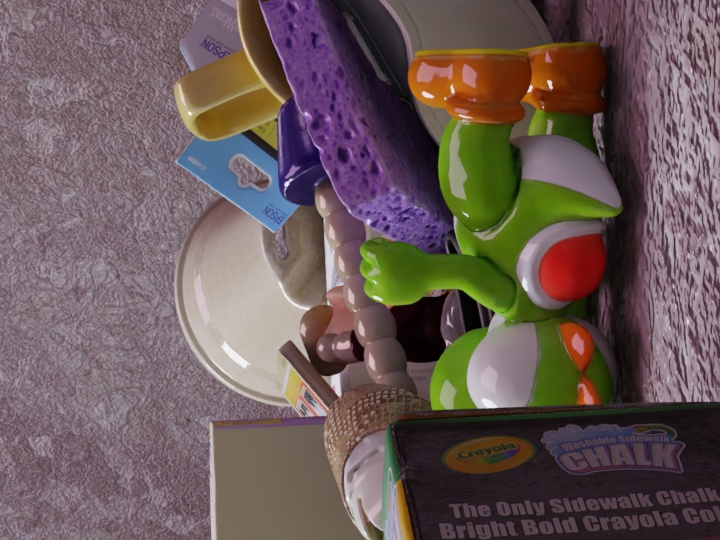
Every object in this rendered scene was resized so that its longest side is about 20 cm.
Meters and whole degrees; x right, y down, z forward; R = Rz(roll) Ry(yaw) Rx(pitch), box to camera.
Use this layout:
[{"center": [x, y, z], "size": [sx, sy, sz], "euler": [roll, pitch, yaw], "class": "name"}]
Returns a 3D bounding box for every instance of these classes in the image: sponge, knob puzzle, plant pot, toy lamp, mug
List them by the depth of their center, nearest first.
[{"center": [0.014, -0.064, 0.853], "size": [0.112, 0.030, 0.200], "euler": [67, -167, 16], "class": "sponge"}, {"center": [0.000, 0.000, 0.882], "size": [0.058, 0.058, 0.201], "euler": [103, 151, -69], "class": "toy lamp"}, {"center": [-0.010, -0.146, 1.047], "size": [0.153, 0.186, 0.150], "euler": [64, -146, -83], "class": "mug"}, {"center": [0.007, 0.141, 1.079], "size": [0.220, 0.030, 0.220], "euler": [48, 170, 12], "class": "knob puzzle"}, {"center": [-0.036, -0.004, 1.382], "size": [0.183, 0.199, 0.202], "euler": [139, 129, -68], "class": "plant pot"}]

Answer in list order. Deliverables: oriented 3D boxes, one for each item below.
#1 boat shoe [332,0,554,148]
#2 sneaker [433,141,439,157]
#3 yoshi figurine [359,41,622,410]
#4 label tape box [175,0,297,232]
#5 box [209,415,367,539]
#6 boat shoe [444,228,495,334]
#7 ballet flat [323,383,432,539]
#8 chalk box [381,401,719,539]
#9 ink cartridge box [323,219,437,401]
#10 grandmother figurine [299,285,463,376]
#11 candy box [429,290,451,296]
[{"center": [0.031, -0.119, 0.797], "size": [0.200, 0.073, 0.062], "euler": [55, 172, -14], "class": "boat shoe"}, {"center": [0.057, -0.144, 0.896], "size": [0.082, 0.073, 0.201], "euler": [100, 157, -50], "class": "sneaker"}, {"center": [0.061, 0.004, 0.745], "size": [0.112, 0.112, 0.201], "euler": [-24, -70, -79], "class": "yoshi figurine"}, {"center": [-0.051, -0.142, 1.167], "size": [0.200, 0.066, 0.143], "euler": [-55, -33, 0], "class": "label tape box"}, {"center": [0.008, 0.178, 0.921], "size": [0.097, 0.175, 0.201], "euler": [154, 113, -83], "class": "box"}, {"center": [0.073, 0.073, 0.828], "size": [0.069, 0.056, 0.201], "euler": [125, 143, -80], "class": "boat shoe"}, {"center": [0.040, 0.120, 0.763], "size": [0.200, 0.065, 0.071], "euler": [45, 105, 30], "class": "ballet flat"}, {"center": [0.071, 0.123, 0.535], "size": [0.200, 0.124, 0.124], "euler": [-100, 10, -61], "class": "chalk box"}, {"center": [0.021, 0.023, 1.211], "size": [0.147, 0.082, 0.201], "euler": [123, 144, -81], "class": "ink cartridge box"}, {"center": [0.033, 0.031, 0.955], "size": [0.200, 0.121, 0.061], "euler": [-11, 98, 62], "class": "grandmother figurine"}, {"center": [0.065, -0.027, 1.039], "size": [0.200, 0.026, 0.103], "euler": [114, 156, -77], "class": "candy box"}]
